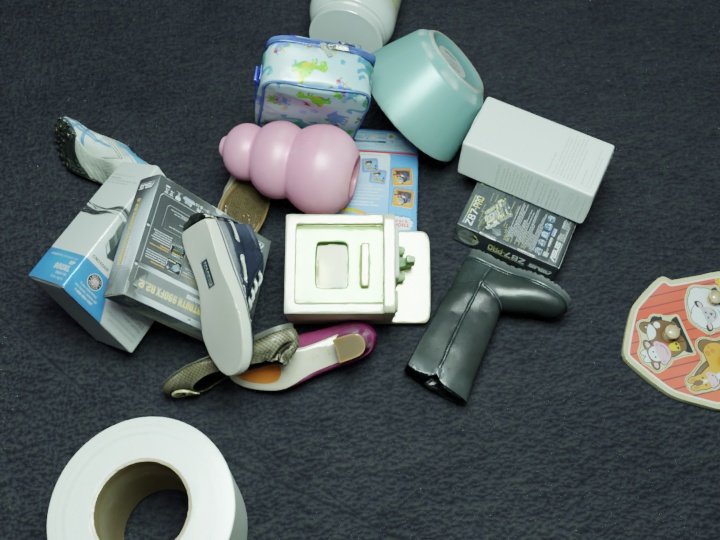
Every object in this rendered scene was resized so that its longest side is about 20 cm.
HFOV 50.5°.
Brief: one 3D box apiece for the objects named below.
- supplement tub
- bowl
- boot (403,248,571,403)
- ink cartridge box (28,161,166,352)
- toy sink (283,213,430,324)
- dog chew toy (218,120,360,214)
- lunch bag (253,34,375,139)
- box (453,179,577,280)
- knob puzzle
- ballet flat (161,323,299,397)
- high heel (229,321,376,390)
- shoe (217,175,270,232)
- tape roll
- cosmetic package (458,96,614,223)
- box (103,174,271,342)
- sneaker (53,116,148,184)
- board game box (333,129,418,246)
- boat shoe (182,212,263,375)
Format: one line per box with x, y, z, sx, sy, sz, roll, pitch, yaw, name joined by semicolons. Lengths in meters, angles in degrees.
-0.003;-0.451;1.251;0.142;0.146;0.203;12;62;4;supplement tub
0.108;-0.272;1.124;0.200;0.105;0.203;36;32;-27;bowl
0.170;0.087;1.019;0.163;0.066;0.201;23;60;19;boot
-0.307;-0.021;1.004;0.083;0.145;0.202;10;58;36;ink cartridge box
0.000;0.000;1.014;0.196;0.112;0.133;1;79;-1;toy sink
-0.102;-0.152;1.064;0.196;0.125;0.126;15;62;7;dog chew toy
-0.070;-0.247;1.060;0.157;0.200;0.084;6;78;-9;lunch bag
0.248;-0.103;1.133;0.159;0.049;0.202;24;64;9;box
0.454;0.094;1.047;0.215;0.031;0.224;1;63;-1;knob puzzle
-0.163;0.124;0.962;0.197;0.067;0.047;-24;78;12;ballet flat
-0.075;0.110;1.020;0.197;0.096;0.069;-20;89;11;high heel
-0.165;-0.114;1.127;0.069;0.053;0.203;24;66;-15;shoe
-0.232;0.284;0.861;0.198;0.140;0.206;1;61;-2;tape roll
0.250;-0.159;1.096;0.197;0.074;0.102;25;62;14;cosmetic package
-0.214;-0.004;0.981;0.048;0.199;0.161;-6;63;41;box
-0.385;-0.170;1.142;0.198;0.073;0.072;34;31;21;sneaker
0.012;-0.120;1.139;0.148;0.037;0.203;3;61;0;board game box
-0.149;0.026;0.937;0.074;0.092;0.204;-24;75;35;boat shoe
